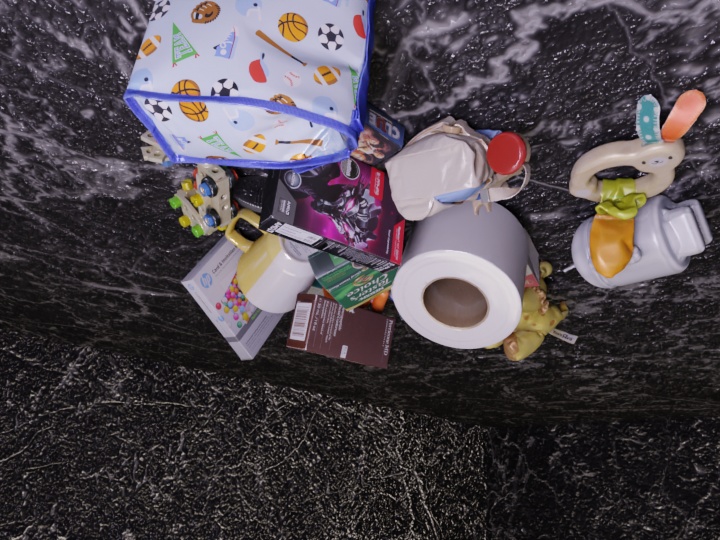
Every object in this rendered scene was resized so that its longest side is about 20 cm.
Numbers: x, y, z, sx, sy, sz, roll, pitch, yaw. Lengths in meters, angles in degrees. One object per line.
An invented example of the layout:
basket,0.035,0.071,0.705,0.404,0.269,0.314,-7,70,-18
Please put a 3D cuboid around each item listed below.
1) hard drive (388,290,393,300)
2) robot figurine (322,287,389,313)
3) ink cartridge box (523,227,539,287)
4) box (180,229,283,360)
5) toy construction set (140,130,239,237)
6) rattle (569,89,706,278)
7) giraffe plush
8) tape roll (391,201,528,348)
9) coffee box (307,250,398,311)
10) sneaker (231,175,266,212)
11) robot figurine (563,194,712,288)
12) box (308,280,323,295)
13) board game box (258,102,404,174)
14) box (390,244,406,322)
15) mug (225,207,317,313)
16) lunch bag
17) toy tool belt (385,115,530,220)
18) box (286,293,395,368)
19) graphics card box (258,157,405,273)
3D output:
hard drive,0.125,0.065,1.155,0.197,0.026,0.132,23,-170,-34
robot figurine,-0.017,0.019,1.055,0.140,0.119,0.201,3,159,-8
ink cartridge box,0.218,-0.012,0.974,0.196,0.069,0.116,-7,154,30
box,-0.237,0.047,1.036,0.041,0.157,0.202,-11,122,36
toy construction set,-0.249,-0.131,0.801,0.131,0.092,0.201,41,160,22
rattle,0.335,-0.099,0.643,0.128,0.145,0.200,27,162,-2
giraffe plush,0.321,0.068,1.053,0.197,0.174,0.163,3,139,35
tape roll,0.161,0.005,0.838,0.198,0.140,0.206,12,135,12
coffee box,0.000,0.000,0.856,0.121,0.045,0.200,-27,159,2
sneaker,-0.114,-0.096,0.881,0.195,0.061,0.105,6,154,-8
robot figurine,0.404,-0.040,0.789,0.168,0.115,0.198,-21,179,-41
box,-0.146,0.016,1.176,0.197,0.050,0.082,18,155,-26
board game box,-0.055,-0.170,0.715,0.134,0.035,0.198,22,153,-33
box,0.125,0.047,1.020,0.051,0.160,0.199,-36,141,23
mug,-0.154,-0.021,0.975,0.183,0.153,0.153,10,151,-27
lunch bag,-0.087,-0.190,0.494,0.195,0.174,0.124,3,161,8
toy tool belt,0.138,-0.133,0.674,0.197,0.128,0.122,-9,-175,41
box,-0.032,0.116,0.991,0.197,0.103,0.074,19,167,-38
graphics card box,-0.028,-0.086,0.693,0.197,0.128,0.051,19,158,-28
